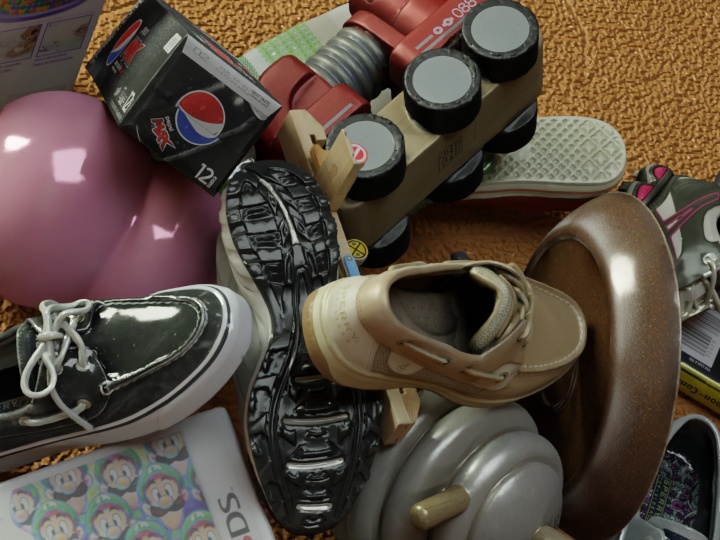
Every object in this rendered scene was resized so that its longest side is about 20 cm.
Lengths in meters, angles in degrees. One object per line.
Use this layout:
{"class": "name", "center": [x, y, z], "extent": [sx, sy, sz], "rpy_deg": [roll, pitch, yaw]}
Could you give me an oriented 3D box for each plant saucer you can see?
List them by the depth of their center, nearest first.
{"class": "plant saucer", "center": [0.124, 0.054, 1.289], "extent": [0.032, 0.200, 0.201], "rpy_deg": [5, 53, -18]}

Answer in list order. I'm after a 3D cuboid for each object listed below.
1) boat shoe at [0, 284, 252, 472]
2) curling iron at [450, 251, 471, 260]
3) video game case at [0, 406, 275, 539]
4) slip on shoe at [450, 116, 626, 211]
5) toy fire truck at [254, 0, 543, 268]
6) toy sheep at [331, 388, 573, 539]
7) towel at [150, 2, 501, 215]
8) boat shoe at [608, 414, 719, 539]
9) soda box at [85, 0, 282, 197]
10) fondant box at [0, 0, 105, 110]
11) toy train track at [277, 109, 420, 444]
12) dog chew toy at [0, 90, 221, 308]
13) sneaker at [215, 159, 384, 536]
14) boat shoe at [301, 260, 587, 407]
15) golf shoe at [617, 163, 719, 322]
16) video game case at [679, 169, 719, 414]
{"class": "boat shoe", "center": [-0.153, 0.049, 1.176], "extent": [0.068, 0.199, 0.074], "rpy_deg": [42, 39, -52]}
{"class": "curling iron", "center": [0.079, 0.025, 1.341], "extent": [0.025, 0.050, 0.200], "rpy_deg": [18, 13, -12]}
{"class": "video game case", "center": [-0.133, 0.180, 1.149], "extent": [0.199, 0.024, 0.183], "rpy_deg": [-19, 62, -8]}
{"class": "slip on shoe", "center": [0.069, -0.069, 1.456], "extent": [0.199, 0.061, 0.074], "rpy_deg": [4, 66, -5]}
{"class": "toy fire truck", "center": [-0.011, -0.133, 1.356], "extent": [0.200, 0.129, 0.176], "rpy_deg": [38, 67, 25]}
{"class": "toy sheep", "center": [0.043, 0.118, 1.246], "extent": [0.138, 0.138, 0.200], "rpy_deg": [-28, 48, -37]}
{"class": "towel", "center": [-0.032, -0.077, 1.403], "extent": [0.200, 0.031, 0.149], "rpy_deg": [-29, 68, -17]}
{"class": "boat shoe", "center": [0.171, 0.165, 1.310], "extent": [0.070, 0.072, 0.201], "rpy_deg": [24, 49, -6]}
{"class": "soda box", "center": [-0.102, -0.104, 1.280], "extent": [0.071, 0.063, 0.200], "rpy_deg": [36, 5, -18]}
{"class": "fondant box", "center": [-0.220, -0.165, 1.302], "extent": [0.144, 0.200, 0.058], "rpy_deg": [-15, 62, -33]}
{"class": "toy train track", "center": [0.000, 0.000, 1.231], "extent": [0.032, 0.115, 0.201], "rpy_deg": [-4, 60, -26]}
{"class": "dog chew toy", "center": [-0.130, -0.017, 1.288], "extent": [0.199, 0.125, 0.125], "rpy_deg": [28, 48, -12]}
{"class": "sneaker", "center": [-0.037, 0.045, 1.209], "extent": [0.074, 0.079, 0.201], "rpy_deg": [-3, 69, -16]}
{"class": "boat shoe", "center": [0.060, 0.028, 1.176], "extent": [0.200, 0.065, 0.072], "rpy_deg": [5, 68, -46]}
{"class": "golf shoe", "center": [0.183, 0.006, 1.411], "extent": [0.088, 0.077, 0.200], "rpy_deg": [12, 46, 26]}
{"class": "video game case", "center": [0.290, 0.036, 1.494], "extent": [0.180, 0.026, 0.200], "rpy_deg": [31, 48, 0]}
